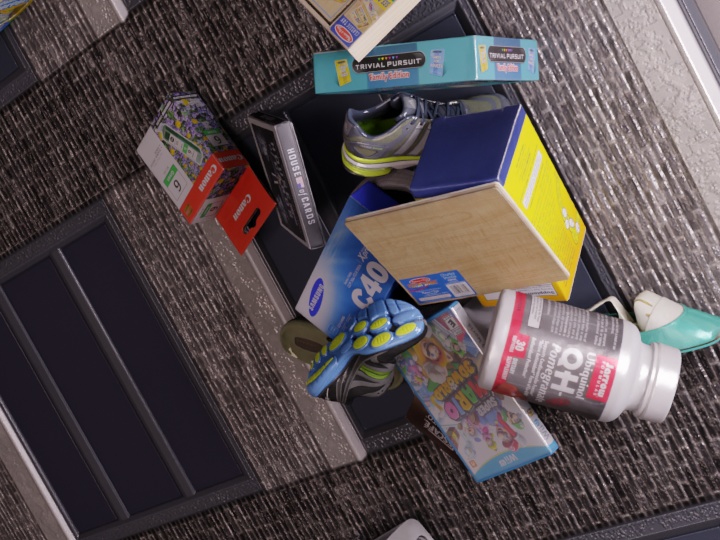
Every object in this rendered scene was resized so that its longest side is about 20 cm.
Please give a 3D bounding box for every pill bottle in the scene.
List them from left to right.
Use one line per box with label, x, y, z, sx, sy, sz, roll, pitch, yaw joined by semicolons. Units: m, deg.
pill bottle;0.231;0.096;1.360;0.198;0.111;0.112;15;120;4

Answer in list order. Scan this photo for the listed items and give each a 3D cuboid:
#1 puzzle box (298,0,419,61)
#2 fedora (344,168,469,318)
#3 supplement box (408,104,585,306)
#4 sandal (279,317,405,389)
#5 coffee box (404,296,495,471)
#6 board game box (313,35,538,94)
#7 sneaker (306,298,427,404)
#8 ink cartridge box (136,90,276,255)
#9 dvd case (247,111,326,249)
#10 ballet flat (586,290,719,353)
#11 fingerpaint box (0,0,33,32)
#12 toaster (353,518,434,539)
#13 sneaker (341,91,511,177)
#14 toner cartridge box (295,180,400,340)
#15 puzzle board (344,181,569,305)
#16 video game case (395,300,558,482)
puzzle box;-0.010;-0.327;1.389;0.133;0.025;0.200;-45;51;6
fedora;0.070;-0.039;1.517;0.176;0.090;0.202;6;121;32
supplement box;0.153;-0.066;1.388;0.108;0.110;0.200;-5;138;32
sandal;-0.026;0.116;1.671;0.199;0.057;0.080;10;116;29
coffee box;0.141;0.133;1.529;0.113;0.080;0.201;37;139;16
board game box;0.072;-0.222;1.395;0.199;0.151;0.047;0;97;32
sneaker;0.016;0.098;1.493;0.082;0.071;0.199;26;137;-24
ink cartridge box;-0.201;-0.123;1.659;0.200;0.050;0.109;53;130;19
dvd case;-0.091;-0.113;1.551;0.200;0.025;0.152;-142;35;-74
ballet flat;0.302;0.061;1.425;0.199;0.067;0.071;-14;111;38
fingerpaint box;-0.528;-0.353;1.698;0.166;0.200;0.074;-30;95;37
toaster;0.044;0.446;1.698;0.200;0.181;0.119;51;125;2
sneaker;0.072;-0.161;1.423;0.198;0.074;0.081;-15;148;0
toner cartridge box;0.000;0.000;1.499;0.095;0.043;0.201;38;133;12
puzzle board;0.101;-0.026;1.359;0.199;0.017;0.151;-11;136;39
video game case;0.123;0.143;1.476;0.201;0.018;0.143;55;140;-1
